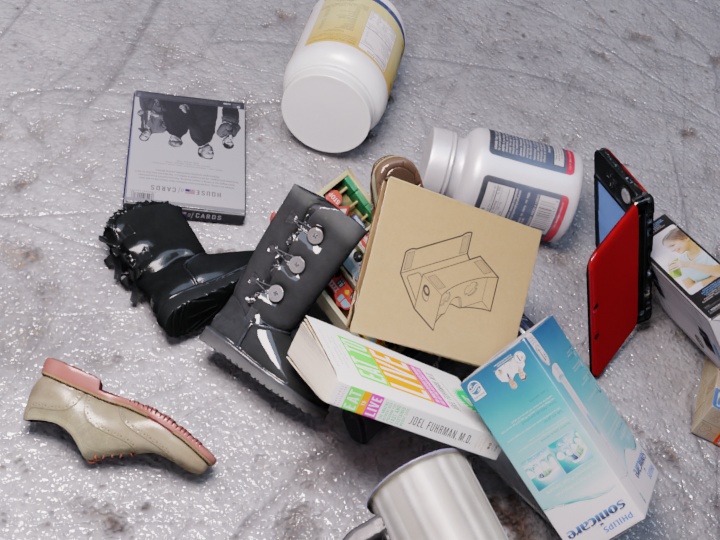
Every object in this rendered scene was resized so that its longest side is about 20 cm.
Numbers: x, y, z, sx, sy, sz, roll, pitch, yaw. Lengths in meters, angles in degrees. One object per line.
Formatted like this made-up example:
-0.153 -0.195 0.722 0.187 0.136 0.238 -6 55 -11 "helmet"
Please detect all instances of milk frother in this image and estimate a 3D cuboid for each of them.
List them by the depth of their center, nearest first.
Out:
0.074 0.261 0.956 0.178 0.202 0.190 -15 55 -22 "milk frother"

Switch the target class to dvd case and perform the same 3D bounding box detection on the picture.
-0.219 -0.145 1.330 0.147 0.025 0.203 6 50 -13 "dvd case"

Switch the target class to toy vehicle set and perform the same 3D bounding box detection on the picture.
0.000 0.000 1.201 0.124 0.026 0.201 -40 95 -26 "toy vehicle set"

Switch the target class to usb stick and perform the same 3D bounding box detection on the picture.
0.052 0.118 1.170 0.032 0.056 0.199 7 33 43 "usb stick"

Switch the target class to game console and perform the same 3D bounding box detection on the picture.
0.285 -0.011 1.261 0.117 0.202 0.173 -20 44 -8 "game console"

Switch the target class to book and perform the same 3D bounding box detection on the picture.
0.036 0.123 1.053 0.197 0.049 0.134 22 12 -26 "book"

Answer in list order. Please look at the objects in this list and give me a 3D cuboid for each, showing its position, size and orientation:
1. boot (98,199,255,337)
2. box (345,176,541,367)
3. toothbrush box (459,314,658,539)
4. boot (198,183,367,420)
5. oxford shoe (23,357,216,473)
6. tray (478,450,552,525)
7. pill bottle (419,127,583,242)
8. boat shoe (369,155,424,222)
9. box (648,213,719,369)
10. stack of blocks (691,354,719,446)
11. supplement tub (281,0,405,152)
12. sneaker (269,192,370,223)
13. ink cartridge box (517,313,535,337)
-0.187 -0.017 1.204 0.196 0.074 0.163 -20 53 -32 "boot"
0.093 0.009 1.130 0.197 0.021 0.167 17 84 -23 "box"
0.203 0.160 1.050 0.201 0.085 0.146 55 21 6 "toothbrush box"
-0.054 0.033 1.124 0.163 0.066 0.202 34 84 2 "boot"
-0.239 0.163 1.047 0.197 0.071 0.076 26 74 4 "oxford shoe"
0.194 0.211 1.153 0.200 0.022 0.107 42 52 19 "tray"
0.177 -0.117 1.362 0.196 0.121 0.121 15 48 -5 "pill bottle"
0.050 -0.029 1.175 0.073 0.207 0.075 -10 15 -14 "boat shoe"
0.406 0.031 1.260 0.060 0.117 0.201 -32 34 3 "box"
0.481 0.132 1.283 0.114 0.059 0.201 25 48 5 "stack of blocks"
-0.023 -0.269 1.413 0.142 0.146 0.202 18 48 -1 "supplement tub"
-0.016 -0.052 1.273 0.196 0.078 0.084 7 62 -22 "sneaker"
0.185 0.079 1.218 0.200 0.039 0.099 45 13 21 "ink cartridge box"
